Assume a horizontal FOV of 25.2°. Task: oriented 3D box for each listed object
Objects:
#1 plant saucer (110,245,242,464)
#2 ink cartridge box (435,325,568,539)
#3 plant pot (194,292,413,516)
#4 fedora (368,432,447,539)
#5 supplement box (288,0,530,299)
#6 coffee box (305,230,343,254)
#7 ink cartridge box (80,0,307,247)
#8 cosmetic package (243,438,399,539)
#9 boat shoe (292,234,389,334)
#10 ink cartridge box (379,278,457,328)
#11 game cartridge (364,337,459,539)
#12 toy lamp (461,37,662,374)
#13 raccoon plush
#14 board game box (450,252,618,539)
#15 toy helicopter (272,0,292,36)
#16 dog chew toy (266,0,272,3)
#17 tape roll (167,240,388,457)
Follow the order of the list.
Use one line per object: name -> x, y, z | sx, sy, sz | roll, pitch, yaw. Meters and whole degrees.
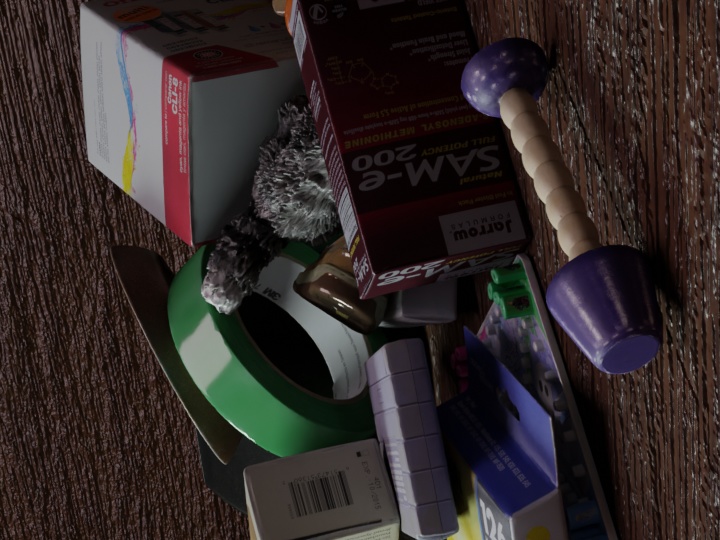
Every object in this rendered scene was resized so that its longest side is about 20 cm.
plant saucer -> -0.143, 0.062, 1.316 | 0.201, 0.034, 0.200 | 62, 179, 2
ink cartridge box -> 0.090, 0.160, 1.042 | 0.198, 0.047, 0.202 | -130, 27, -72
plant pot -> -0.032, 0.127, 1.457 | 0.177, 0.198, 0.201 | 40, 142, 54
fedora -> 0.058, 0.217, 1.296 | 0.177, 0.089, 0.202 | -118, 19, -55
supplement box -> 0.029, -0.093, 1.045 | 0.061, 0.108, 0.202 | 113, 143, -72
coffee box -> -0.045, -0.040, 1.486 | 0.200, 0.122, 0.044 | -125, 22, -62
ink cartridge box -> -0.121, -0.133, 1.299 | 0.200, 0.144, 0.146 | 35, 132, 48
cosmetic package -> -0.028, 0.213, 1.209 | 0.201, 0.104, 0.072 | 88, 167, -55
boat shoe -> 0.000, 0.000, 1.194 | 0.077, 0.071, 0.200 | -61, 7, -6
ink cartridge box -> 0.041, -0.058, 1.256 | 0.160, 0.047, 0.202 | 159, 115, -80
game cartridge -> 0.034, 0.117, 1.108 | 0.200, 0.038, 0.131 | 121, 134, -83
toy lamp -> 0.106, -0.034, 0.843 | 0.058, 0.058, 0.201 | 90, 166, -50
raccoon plush -> -0.027, -0.052, 1.155 | 0.201, 0.096, 0.134 | -66, 14, -11
board game box -> 0.110, 0.116, 1.077 | 0.200, 0.026, 0.202 | 104, 152, -69
toy helicopter -> -0.041, -0.258, 1.214 | 0.200, 0.079, 0.133 | 38, 113, 34
dog chew toy -> -0.073, -0.236, 1.429 | 0.125, 0.123, 0.201 | -116, 25, -52
tape roll -> -0.059, 0.056, 1.271 | 0.048, 0.199, 0.202 | -42, 49, 28
